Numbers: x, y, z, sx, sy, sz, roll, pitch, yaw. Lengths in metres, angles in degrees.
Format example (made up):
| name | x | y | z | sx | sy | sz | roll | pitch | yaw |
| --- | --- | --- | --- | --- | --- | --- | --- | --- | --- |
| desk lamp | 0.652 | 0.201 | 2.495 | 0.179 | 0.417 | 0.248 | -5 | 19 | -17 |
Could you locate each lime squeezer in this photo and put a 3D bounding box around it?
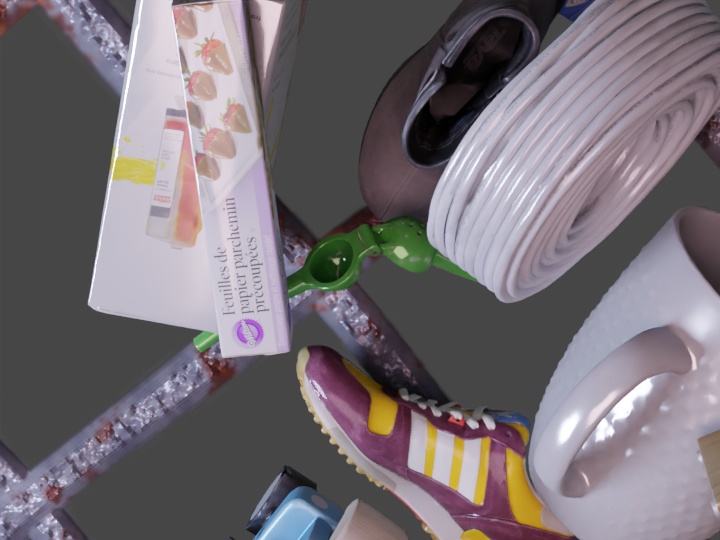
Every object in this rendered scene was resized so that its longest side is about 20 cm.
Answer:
| name | x | y | z | sx | sy | sz | roll | pitch | yaw |
| --- | --- | --- | --- | --- | --- | --- | --- | --- | --- |
| lime squeezer | 0.000 | 0.000 | 1.477 | 0.200 | 0.071 | 0.038 | -11 | 65 | -17 |

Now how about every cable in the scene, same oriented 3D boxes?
| name | x | y | z | sx | sy | sz | roll | pitch | yaw |
| --- | --- | --- | --- | --- | --- | --- | --- | --- | --- |
| cable | 0.124 | -0.070 | 1.396 | 0.069 | 0.200 | 0.200 | 43 | 151 | 14 |

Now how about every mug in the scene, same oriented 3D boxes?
| name | x | y | z | sx | sy | sz | roll | pitch | yaw |
| --- | --- | --- | --- | --- | --- | --- | --- | --- | --- |
| mug | 0.169 | 0.076 | 1.442 | 0.148 | 0.200 | 0.175 | 49 | 116 | 23 |

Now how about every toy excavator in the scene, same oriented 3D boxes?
| name | x | y | z | sx | sy | sz | roll | pitch | yaw |
| --- | --- | --- | --- | --- | --- | --- | --- | --- | --- |
| toy excavator | -0.029 | 0.190 | 1.506 | 0.100 | 0.200 | 0.194 | 36 | 111 | -5 |

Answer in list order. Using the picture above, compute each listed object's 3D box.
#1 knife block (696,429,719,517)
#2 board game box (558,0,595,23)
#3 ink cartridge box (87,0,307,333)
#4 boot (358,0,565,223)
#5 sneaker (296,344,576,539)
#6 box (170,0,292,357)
| name | x | y | z | sx | sy | sz | roll | pitch | yaw |
| --- | --- | --- | --- | --- | --- | --- | --- | --- | --- |
| knife block | 0.278 | 0.110 | 1.359 | 0.176 | 0.064 | 0.200 | -21 | 120 | 10 |
| board game box | 0.147 | -0.238 | 1.428 | 0.103 | 0.019 | 0.200 | 33 | 110 | -1 |
| ink cartridge box | -0.088 | -0.084 | 1.452 | 0.083 | 0.145 | 0.200 | 13 | 111 | 1 |
| boot | 0.042 | -0.086 | 1.429 | 0.070 | 0.132 | 0.200 | 28 | 120 | 0 |
| sneaker | 0.050 | 0.100 | 1.538 | 0.090 | 0.075 | 0.200 | -43 | 104 | 11 |
| box | -0.067 | -0.053 | 1.362 | 0.039 | 0.041 | 0.200 | -6 | 110 | 4 |
